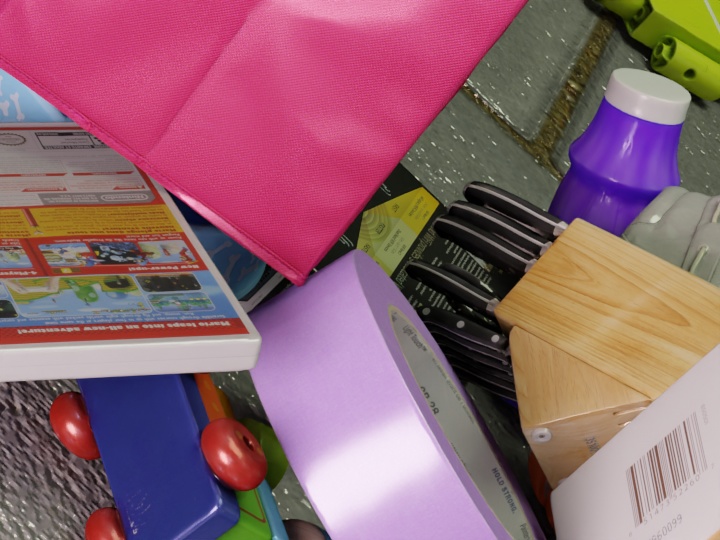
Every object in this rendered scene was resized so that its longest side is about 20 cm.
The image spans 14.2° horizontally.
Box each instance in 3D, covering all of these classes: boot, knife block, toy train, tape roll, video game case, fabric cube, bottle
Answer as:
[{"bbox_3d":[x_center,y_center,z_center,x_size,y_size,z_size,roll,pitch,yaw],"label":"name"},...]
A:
[{"bbox_3d":[0.168,0.032,1.528,0.096,0.074,0.200,11,44,22],"label":"boot"},{"bbox_3d":[0.126,0.017,1.456,0.064,0.200,0.176,61,19,-49],"label":"knife block"},{"bbox_3d":[-0.077,0.065,1.318,0.116,0.085,0.200,37,22,-44],"label":"toy train"},{"bbox_3d":[0.021,0.091,1.362,0.200,0.066,0.200,58,7,-11],"label":"tape roll"},{"bbox_3d":[-0.143,-0.012,1.279,0.143,0.017,0.200,-2,31,-24],"label":"video game case"},{"bbox_3d":[-0.033,-0.154,1.368,0.200,0.199,0.196,36,24,-7],"label":"fabric cube"},{"bbox_3d":[0.134,-0.015,1.634,0.065,0.200,0.084,21,21,9],"label":"bottle"}]

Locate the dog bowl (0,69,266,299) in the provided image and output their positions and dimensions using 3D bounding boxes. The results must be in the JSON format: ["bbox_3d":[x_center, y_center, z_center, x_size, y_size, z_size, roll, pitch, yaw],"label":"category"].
[{"bbox_3d":[-0.119,-0.068,1.436,0.111,0.050,0.200,-21,60,-39],"label":"dog bowl"}]

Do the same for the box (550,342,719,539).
[{"bbox_3d":[0.216,0.140,1.372,0.200,0.152,0.106,29,32,-26],"label":"box"}]

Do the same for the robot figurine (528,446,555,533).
[{"bbox_3d":[0.163,0.132,1.552,0.144,0.117,0.200,-1,49,-37],"label":"robot figurine"}]

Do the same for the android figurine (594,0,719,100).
[{"bbox_3d":[0.256,-0.208,2.354,0.200,0.041,0.182,27,28,-34],"label":"android figurine"}]

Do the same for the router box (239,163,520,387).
[{"bbox_3d":[0.000,0.000,1.575,0.157,0.052,0.200,44,23,-3],"label":"router box"}]
